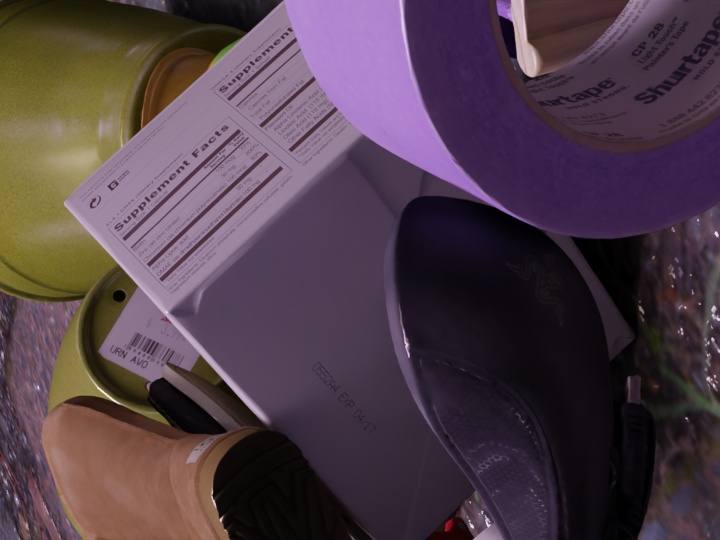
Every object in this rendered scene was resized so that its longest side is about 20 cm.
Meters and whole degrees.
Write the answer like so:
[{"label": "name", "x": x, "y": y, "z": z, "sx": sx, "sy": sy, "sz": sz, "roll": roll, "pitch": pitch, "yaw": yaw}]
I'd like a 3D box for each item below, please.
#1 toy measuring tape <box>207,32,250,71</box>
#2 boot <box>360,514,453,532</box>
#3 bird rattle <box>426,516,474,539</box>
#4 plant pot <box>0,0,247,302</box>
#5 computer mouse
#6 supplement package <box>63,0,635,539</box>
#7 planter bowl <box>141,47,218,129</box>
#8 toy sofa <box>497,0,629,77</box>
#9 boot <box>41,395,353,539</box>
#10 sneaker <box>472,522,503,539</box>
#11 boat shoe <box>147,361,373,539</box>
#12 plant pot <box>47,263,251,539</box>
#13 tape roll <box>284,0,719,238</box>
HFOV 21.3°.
[{"label": "toy measuring tape", "x": -0.046, "y": -0.117, "z": 0.927, "sx": 0.074, "sy": 0.074, "sz": 0.200, "roll": 132, "pitch": 133, "yaw": -61}, {"label": "boot", "x": 0.010, "y": 0.098, "z": 1.041, "sx": 0.075, "sy": 0.097, "sz": 0.200, "roll": 42, "pitch": 143, "yaw": 32}, {"label": "bird rattle", "x": 0.071, "y": 0.232, "z": 1.014, "sx": 0.163, "sy": 0.113, "sz": 0.200, "roll": 105, "pitch": 146, "yaw": -75}, {"label": "plant pot", "x": -0.138, "y": -0.079, "z": 1.161, "sx": 0.193, "sy": 0.200, "sz": 0.200, "roll": 1, "pitch": 106, "yaw": 52}, {"label": "computer mouse", "x": 0.072, "y": 0.047, "z": 0.690, "sx": 0.200, "sy": 0.053, "sz": 0.139, "roll": 56, "pitch": -147, "yaw": -39}, {"label": "supplement package", "x": 0.000, "y": 0.000, "z": 0.850, "sx": 0.111, "sy": 0.156, "sz": 0.200, "roll": 41, "pitch": 172, "yaw": 48}, {"label": "planter bowl", "x": -0.026, "y": -0.036, "z": 1.008, "sx": 0.083, "sy": 0.200, "sz": 0.200, "roll": -19, "pitch": 87, "yaw": 22}, {"label": "toy sofa", "x": 0.054, "y": -0.125, "z": 0.837, "sx": 0.200, "sy": 0.083, "sz": 0.098, "roll": 28, "pitch": 129, "yaw": 57}, {"label": "boot", "x": -0.062, "y": 0.138, "z": 0.877, "sx": 0.200, "sy": 0.066, "sz": 0.175, "roll": -3, "pitch": 110, "yaw": 61}, {"label": "sneaker", "x": 0.065, "y": 0.201, "z": 0.746, "sx": 0.114, "sy": 0.073, "sz": 0.201, "roll": 27, "pitch": 110, "yaw": 35}, {"label": "boat shoe", "x": -0.042, "y": 0.128, "z": 0.939, "sx": 0.200, "sy": 0.068, "sz": 0.072, "roll": 47, "pitch": -178, "yaw": 10}, {"label": "plant pot", "x": -0.099, "y": 0.069, "z": 1.088, "sx": 0.200, "sy": 0.187, "sz": 0.187, "roll": 87, "pitch": 157, "yaw": -68}, {"label": "tape roll", "x": 0.078, "y": -0.118, "z": 0.654, "sx": 0.085, "sy": 0.200, "sz": 0.200, "roll": 31, "pitch": 132, "yaw": 54}]
